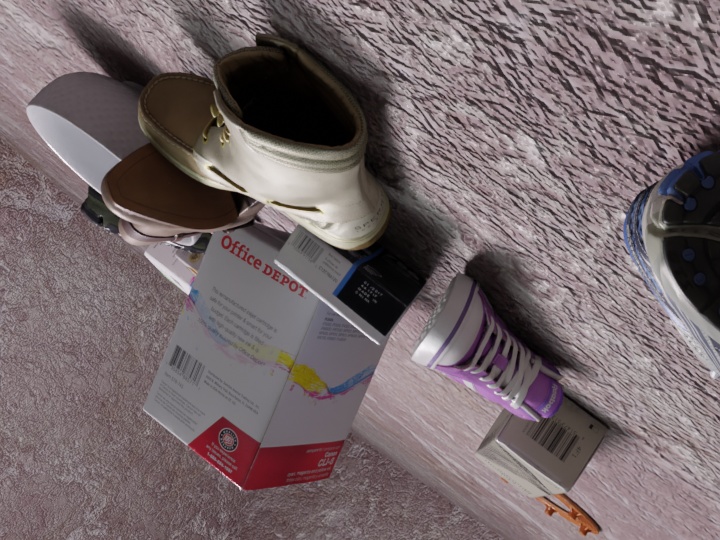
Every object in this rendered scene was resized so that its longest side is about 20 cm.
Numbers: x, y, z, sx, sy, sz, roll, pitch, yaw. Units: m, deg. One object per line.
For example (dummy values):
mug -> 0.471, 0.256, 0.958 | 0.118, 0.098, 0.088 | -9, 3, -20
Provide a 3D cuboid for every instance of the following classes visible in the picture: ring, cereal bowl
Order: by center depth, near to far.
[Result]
cereal bowl -> -0.215, -0.118, 0.936 | 0.198, 0.084, 0.200 | 34, 165, 10
ring -> 0.261, 0.327, 1.431 | 0.199, 0.019, 0.201 | 36, 169, 8

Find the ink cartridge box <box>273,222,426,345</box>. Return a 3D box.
ink cartridge box -> 0.000, 0.000, 0.770 | 0.099, 0.039, 0.200 | 37, -172, 3

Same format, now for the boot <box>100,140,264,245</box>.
boot -> -0.150, -0.052, 0.777 | 0.145, 0.072, 0.198 | -17, 174, 43

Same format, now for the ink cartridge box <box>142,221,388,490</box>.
ink cartridge box -> -0.078, 0.074, 0.914 | 0.144, 0.203, 0.144 | 30, -169, 32

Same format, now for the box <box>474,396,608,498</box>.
box -> 0.165, 0.164, 0.927 | 0.082, 0.069, 0.200 | 35, 168, 11

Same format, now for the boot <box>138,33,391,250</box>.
boot -> -0.073, -0.097, 0.616 | 0.198, 0.073, 0.155 | 30, 168, 14

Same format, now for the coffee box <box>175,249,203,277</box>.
coffee box -> -0.128, 0.021, 1.256 | 0.198, 0.080, 0.115 | 33, 169, 24

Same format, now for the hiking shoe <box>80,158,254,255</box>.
hiking shoe -> -0.199, -0.080, 1.070 | 0.197, 0.102, 0.076 | 11, -165, -27

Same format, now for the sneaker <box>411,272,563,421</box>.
sneaker -> 0.104, 0.063, 0.730 | 0.113, 0.073, 0.200 | 31, 178, 14

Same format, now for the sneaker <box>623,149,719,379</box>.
sneaker -> 0.177, 0.032, 0.373 | 0.200, 0.077, 0.085 | 47, 178, -7

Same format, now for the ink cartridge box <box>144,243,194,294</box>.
ink cartridge box -> -0.232, 0.017, 1.568 | 0.199, 0.084, 0.145 | 36, 169, 13
